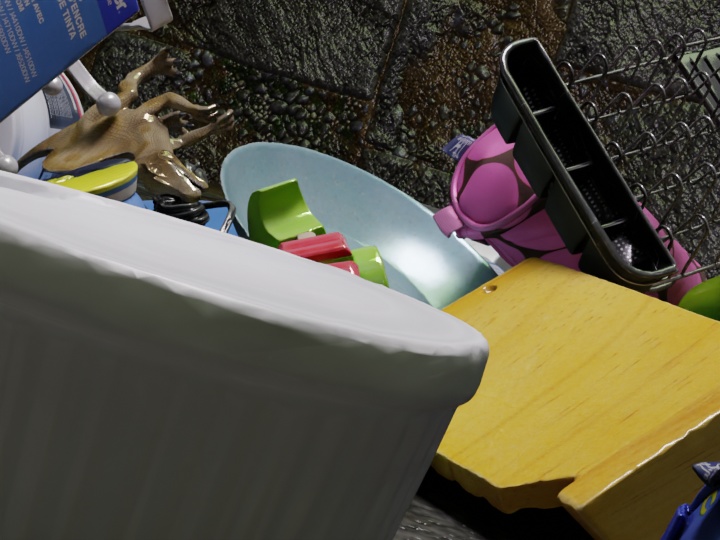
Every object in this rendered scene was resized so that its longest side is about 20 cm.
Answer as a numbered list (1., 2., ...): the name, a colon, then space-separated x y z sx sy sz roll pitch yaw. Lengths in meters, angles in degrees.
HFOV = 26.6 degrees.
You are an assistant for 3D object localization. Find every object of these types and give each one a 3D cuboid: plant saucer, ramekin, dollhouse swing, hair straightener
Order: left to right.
1. ramekin: -0.069 0.035 0.462 0.202 0.094 0.202 18 5 -1
2. hair straightener: -0.117 -0.034 0.838 0.041 0.077 0.200 39 -5 -23
3. plant saucer: 0.000 0.000 0.878 0.201 0.039 0.201 28 24 -14
4. dollhouse swing: 0.127 0.109 0.742 0.182 0.176 0.200 -30 26 -21

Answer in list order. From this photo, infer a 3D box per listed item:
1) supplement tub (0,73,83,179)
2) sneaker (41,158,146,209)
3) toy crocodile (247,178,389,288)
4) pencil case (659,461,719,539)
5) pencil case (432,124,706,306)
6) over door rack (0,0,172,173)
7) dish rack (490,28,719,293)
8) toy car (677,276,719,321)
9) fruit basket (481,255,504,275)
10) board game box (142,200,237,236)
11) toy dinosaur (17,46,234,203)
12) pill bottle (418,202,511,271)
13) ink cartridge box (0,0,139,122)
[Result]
1. supplement tub: -0.269 -0.093 1.022 0.140 0.140 0.200 18 3 -1
2. sneaker: -0.166 -0.003 0.786 0.074 0.082 0.200 -27 12 -29
3. toy crocodile: -0.014 0.025 0.713 0.067 0.062 0.200 -12 34 -6
4. pencil case: 0.179 0.120 0.474 0.200 0.078 0.087 18 26 -17
5. pencil case: 0.134 -0.015 0.941 0.200 0.094 0.091 37 9 -40
6. over door rack: -0.185 -0.077 0.759 0.067 0.148 0.200 60 -26 -12
7. dish rack: 0.179 -0.068 0.841 0.200 0.154 0.055 -16 -23 -26
8. toy car: 0.257 0.086 0.887 0.200 0.175 0.150 34 51 22
9. fruit basket: 0.094 0.052 0.983 0.185 0.094 0.200 14 8 -42
10. board game box: -0.151 -0.003 0.957 0.158 0.039 0.200 -5 15 -4
11. toy dinosaur: -0.139 -0.077 0.848 0.101 0.058 0.200 -36 27 -33
12. pill bottle: 0.018 -0.002 1.212 0.200 0.116 0.116 19 4 24
13. ink cartridge box: -0.189 -0.112 0.623 0.136 0.076 0.200 14 43 31
